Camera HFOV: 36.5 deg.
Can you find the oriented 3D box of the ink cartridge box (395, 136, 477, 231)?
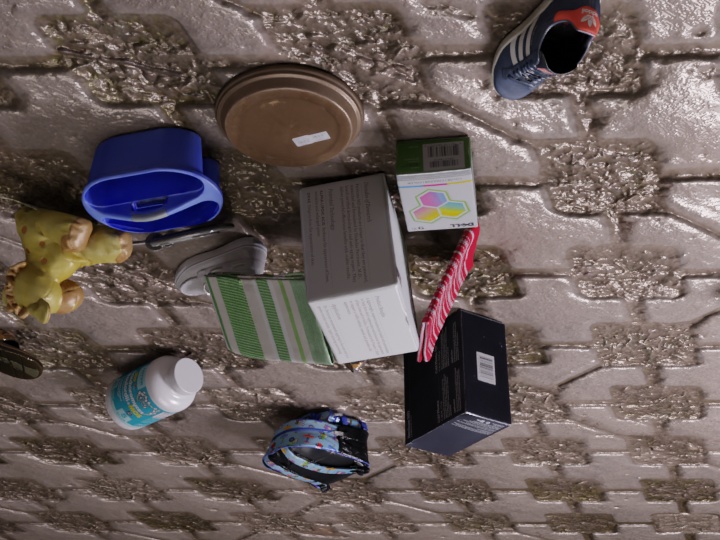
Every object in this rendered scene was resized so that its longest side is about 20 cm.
[{"bbox_3d":[0.113,-0.106,1.567,0.104,0.059,0.200,-4,149,8],"label":"ink cartridge box"}]

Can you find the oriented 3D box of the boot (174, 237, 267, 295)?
[{"bbox_3d":[-0.232,0.023,1.760,0.200,0.096,0.074,-26,140,38],"label":"boot"}]

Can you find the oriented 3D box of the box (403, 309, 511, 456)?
[{"bbox_3d":[0.169,0.203,1.953,0.104,0.200,0.182,19,146,-28],"label":"box"}]

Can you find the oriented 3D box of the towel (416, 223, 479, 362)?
[{"bbox_3d":[0.136,0.031,1.680,0.022,0.200,0.145,21,152,12],"label":"towel"}]

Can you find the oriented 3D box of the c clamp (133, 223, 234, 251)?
[{"bbox_3d":[-0.271,-0.047,1.628,0.171,0.027,0.200,-10,-178,-7],"label":"c clamp"}]

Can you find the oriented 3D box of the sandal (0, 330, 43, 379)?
[{"bbox_3d":[-0.676,0.137,2.017,0.200,0.055,0.082,27,137,-13],"label":"sandal"}]

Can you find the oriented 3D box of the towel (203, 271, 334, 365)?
[{"bbox_3d":[-0.139,0.069,1.660,0.200,0.023,0.153,1,116,33],"label":"towel"}]

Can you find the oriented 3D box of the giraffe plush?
[{"bbox_3d":[-0.451,-0.003,1.607,0.200,0.162,0.173,16,177,-16],"label":"giraffe plush"}]

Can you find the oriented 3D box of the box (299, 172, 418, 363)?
[{"bbox_3d":[0.000,0.000,1.603,0.131,0.200,0.199,-10,147,7],"label":"box"}]

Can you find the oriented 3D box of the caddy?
[{"bbox_3d":[-0.287,-0.114,1.520,0.200,0.105,0.141,-8,147,16],"label":"caddy"}]

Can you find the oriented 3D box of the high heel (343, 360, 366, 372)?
[{"bbox_3d":[-0.082,0.105,1.849,0.200,0.143,0.071,0,149,1],"label":"high heel"}]

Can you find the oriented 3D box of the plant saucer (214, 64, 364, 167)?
[{"bbox_3d":[-0.095,-0.198,1.451,0.200,0.030,0.200,0,149,0],"label":"plant saucer"}]

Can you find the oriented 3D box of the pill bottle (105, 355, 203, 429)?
[{"bbox_3d":[-0.392,0.230,2.101,0.200,0.111,0.111,-26,140,37],"label":"pill bottle"}]

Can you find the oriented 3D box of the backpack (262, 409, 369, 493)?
[{"bbox_3d":[-0.102,0.371,2.306,0.200,0.135,0.183,21,144,-31],"label":"backpack"}]

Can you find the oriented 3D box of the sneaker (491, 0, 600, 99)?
[{"bbox_3d":[0.216,-0.251,1.295,0.075,0.085,0.200,11,148,-16],"label":"sneaker"}]
